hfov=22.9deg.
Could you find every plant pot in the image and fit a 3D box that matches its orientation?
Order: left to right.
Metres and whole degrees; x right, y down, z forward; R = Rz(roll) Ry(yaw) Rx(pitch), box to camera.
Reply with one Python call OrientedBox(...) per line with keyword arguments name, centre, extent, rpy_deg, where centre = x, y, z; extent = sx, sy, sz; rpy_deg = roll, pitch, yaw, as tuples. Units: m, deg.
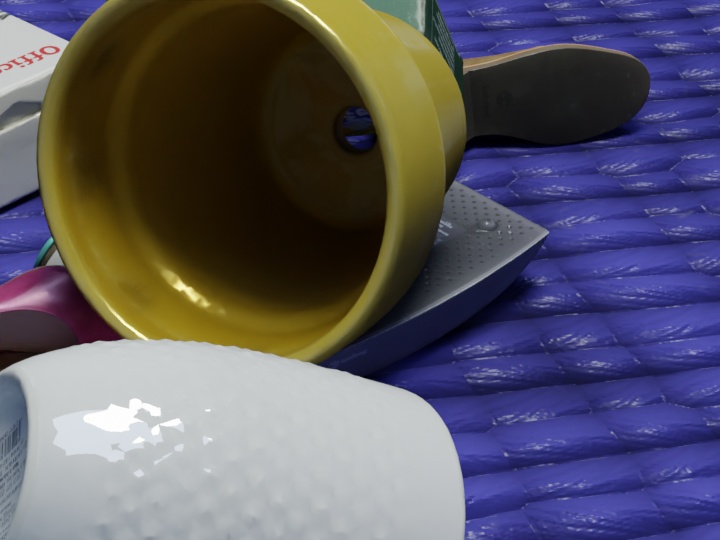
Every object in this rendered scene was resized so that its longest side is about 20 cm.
OrientedBox(name="plant pot", centre=(-0.034, -0.063, 0.926), extent=(0.200, 0.201, 0.189), rpy_deg=(19, 21, 19))

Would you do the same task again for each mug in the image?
OrientedBox(name="mug", centre=(-0.084, 0.108, 0.740), extent=(0.175, 0.200, 0.148), rpy_deg=(16, 65, -29))

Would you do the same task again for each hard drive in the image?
OrientedBox(name="hard drive", centre=(0.000, 0.000, 1.033), extent=(0.135, 0.042, 0.200), rpy_deg=(30, 41, 33))

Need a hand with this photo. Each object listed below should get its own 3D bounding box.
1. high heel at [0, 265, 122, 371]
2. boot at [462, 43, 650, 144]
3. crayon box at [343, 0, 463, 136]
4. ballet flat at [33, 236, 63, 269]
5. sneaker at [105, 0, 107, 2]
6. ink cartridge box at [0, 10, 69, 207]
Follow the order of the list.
OrientedBox(name="high heel", centre=(-0.196, 0.046, 0.917), extent=(0.199, 0.067, 0.096), rpy_deg=(9, 44, -5))
OrientedBox(name="boot", centre=(0.100, -0.129, 1.227), extent=(0.200, 0.074, 0.075), rpy_deg=(-6, 29, -13))
OrientedBox(name="crayon box", centre=(-0.044, -0.130, 1.121), extent=(0.199, 0.126, 0.052), rpy_deg=(-3, 68, 14))
OrientedBox(name="ballet flat", centre=(-0.113, -0.031, 1.054), extent=(0.069, 0.070, 0.200), rpy_deg=(20, 39, 20))
OrientedBox(name="sneaker", centre=(-0.087, -0.158, 1.234), extent=(0.199, 0.080, 0.086), rpy_deg=(-2, 44, -2))
OrientedBox(name="ink cartridge box", centre=(-0.285, -0.112, 1.121), extent=(0.200, 0.083, 0.147), rpy_deg=(27, 39, 30))
